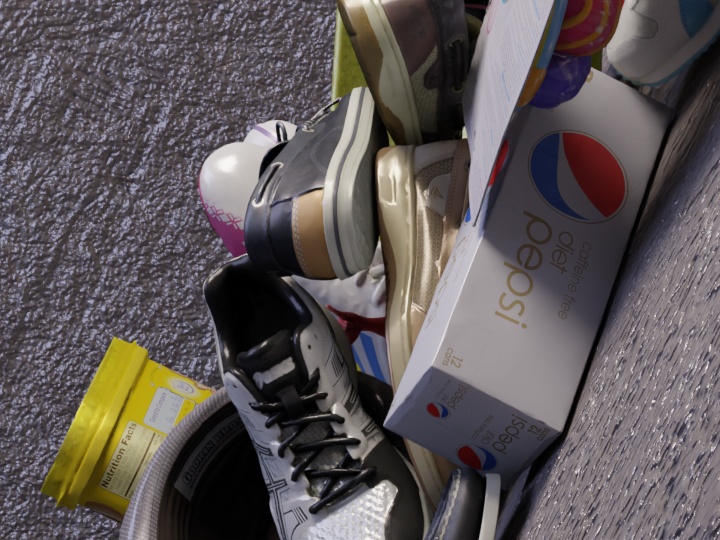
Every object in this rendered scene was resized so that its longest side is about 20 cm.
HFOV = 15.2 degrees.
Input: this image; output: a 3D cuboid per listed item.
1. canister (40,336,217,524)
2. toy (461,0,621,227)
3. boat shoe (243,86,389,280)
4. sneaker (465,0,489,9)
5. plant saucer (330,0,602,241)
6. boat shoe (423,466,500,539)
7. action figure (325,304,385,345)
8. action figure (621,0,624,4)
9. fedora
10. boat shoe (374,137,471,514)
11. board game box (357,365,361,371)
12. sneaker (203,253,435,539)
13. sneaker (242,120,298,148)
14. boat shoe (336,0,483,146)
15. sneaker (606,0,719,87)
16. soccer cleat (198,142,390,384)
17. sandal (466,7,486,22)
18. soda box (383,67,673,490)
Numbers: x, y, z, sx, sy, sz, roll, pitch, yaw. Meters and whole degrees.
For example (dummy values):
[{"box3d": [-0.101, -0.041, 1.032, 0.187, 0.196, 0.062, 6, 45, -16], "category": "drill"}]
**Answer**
[{"box3d": [-0.107, 0.142, 1.882, 0.149, 0.200, 0.087, -73, 9, -66], "category": "canister"}, {"box3d": [0.092, -0.127, 1.203, 0.115, 0.047, 0.200, -90, 12, -57], "category": "toy"}, {"box3d": [-0.019, -0.044, 1.349, 0.200, 0.062, 0.075, -68, -31, -70], "category": "boat shoe"}, {"box3d": [0.079, -0.169, 1.341, 0.200, 0.095, 0.079, -7, 45, 33], "category": "sneaker"}, {"box3d": [0.067, -0.113, 1.495, 0.200, 0.048, 0.200, -9, 72, 47], "category": "plant saucer"}, {"box3d": [0.004, 0.173, 1.184, 0.200, 0.068, 0.072, -63, 2, -2], "category": "boat shoe"}, {"box3d": [0.053, -0.009, 1.375, 0.065, 0.099, 0.200, 30, 104, 50], "category": "action figure"}, {"box3d": [0.105, -0.123, 1.582, 0.099, 0.065, 0.200, -87, 21, -57], "category": "action figure"}, {"box3d": [-0.028, 0.146, 1.356, 0.090, 0.177, 0.200, 58, -168, -48], "category": "fedora"}, {"box3d": [0.049, 0.026, 1.289, 0.071, 0.064, 0.200, 55, -153, -65], "category": "boat shoe"}, {"box3d": [0.004, 0.044, 1.640, 0.102, 0.048, 0.200, -49, -7, 10], "category": "board game box"}, {"box3d": [-0.030, 0.075, 1.289, 0.076, 0.088, 0.200, -33, 48, 4], "category": "sneaker"}, {"box3d": [0.023, -0.076, 1.636, 0.073, 0.200, 0.114, 32, 96, 51], "category": "sneaker"}, {"box3d": [0.038, -0.100, 1.346, 0.201, 0.066, 0.072, 49, -157, -74], "category": "boat shoe"}, {"box3d": [0.153, -0.168, 1.234, 0.077, 0.081, 0.200, -71, 6, -46], "category": "sneaker"}, {"box3d": [0.000, 0.000, 1.460, 0.070, 0.200, 0.086, -48, 9, -28], "category": "soccer cleat"}, {"box3d": [0.080, -0.161, 1.411, 0.200, 0.076, 0.043, -39, 12, 37], "category": "sandal"}, {"box3d": [0.079, -0.004, 1.246, 0.064, 0.068, 0.200, -55, 10, 53], "category": "soda box"}]
